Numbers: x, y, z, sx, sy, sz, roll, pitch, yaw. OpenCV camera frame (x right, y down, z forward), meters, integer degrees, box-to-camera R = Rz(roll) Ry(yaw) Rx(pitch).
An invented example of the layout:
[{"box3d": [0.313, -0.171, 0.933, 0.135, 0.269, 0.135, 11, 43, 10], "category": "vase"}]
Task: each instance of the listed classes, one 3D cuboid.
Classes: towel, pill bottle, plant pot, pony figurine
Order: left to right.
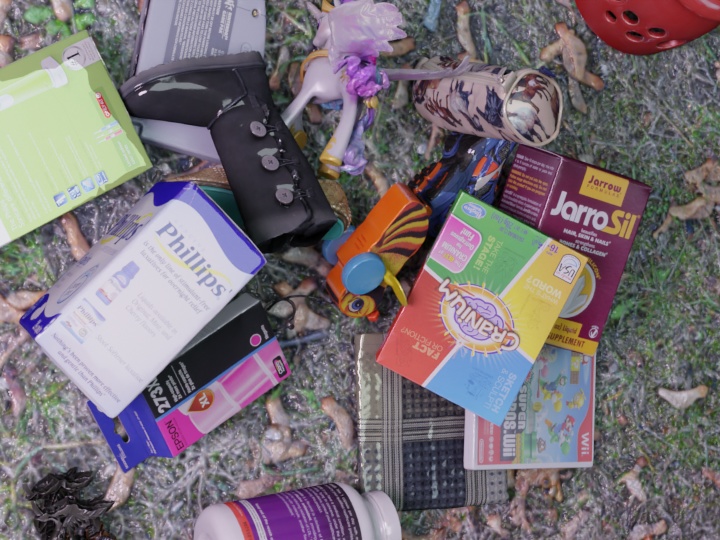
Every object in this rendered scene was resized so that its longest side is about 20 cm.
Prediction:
[{"box3d": [-0.062, 0.278, 1.456, 0.198, 0.112, 0.114, -6, 90, -27], "category": "pill bottle"}, {"box3d": [-0.009, -0.198, 1.474, 0.166, 0.192, 0.202, 34, 73, -50], "category": "pony figurine"}, {"box3d": [0.078, 0.161, 1.584, 0.191, 0.034, 0.203, 0, 90, -24], "category": "towel"}, {"box3d": [0.367, -0.362, 1.670, 0.198, 0.182, 0.203, 0, 89, -25], "category": "plant pot"}]

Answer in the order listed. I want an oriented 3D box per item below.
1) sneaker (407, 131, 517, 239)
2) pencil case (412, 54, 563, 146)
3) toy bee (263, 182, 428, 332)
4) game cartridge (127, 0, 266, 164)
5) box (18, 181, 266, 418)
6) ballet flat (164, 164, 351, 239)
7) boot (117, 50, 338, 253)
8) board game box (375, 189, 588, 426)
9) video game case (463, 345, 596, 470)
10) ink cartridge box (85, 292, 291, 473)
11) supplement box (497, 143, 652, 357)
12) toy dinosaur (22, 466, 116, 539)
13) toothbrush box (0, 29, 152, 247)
[{"box3d": [0.125, -0.110, 1.603, 0.200, 0.075, 0.079, -46, 123, -18], "category": "sneaker"}, {"box3d": [0.131, -0.187, 1.537, 0.078, 0.199, 0.090, -41, 119, -16], "category": "pencil case"}, {"box3d": [0.000, 0.000, 1.518, 0.109, 0.199, 0.132, 39, 32, -48], "category": "toy bee"}, {"box3d": [-0.166, -0.217, 1.471, 0.132, 0.041, 0.202, 15, 81, -30], "category": "game cartridge"}, {"box3d": [-0.207, 0.020, 1.339, 0.200, 0.184, 0.105, -45, 105, -11], "category": "box"}, {"box3d": [-0.107, -0.077, 1.473, 0.198, 0.071, 0.066, 11, 52, -9], "category": "ballet flat"}, {"box3d": [-0.130, -0.107, 1.397, 0.163, 0.066, 0.202, -17, 78, -27], "category": "boot"}, {"box3d": [0.126, 0.039, 1.509, 0.152, 0.040, 0.201, 27, 97, -1], "category": "board game box"}, {"box3d": [0.194, 0.151, 1.621, 0.199, 0.017, 0.145, 5, 85, -41], "category": "video game case"}, {"box3d": [-0.168, 0.115, 1.436, 0.199, 0.037, 0.095, -34, 121, -20], "category": "ink cartridge box"}, {"box3d": [0.218, -0.023, 1.591, 0.130, 0.103, 0.202, 14, 98, -25], "category": "supplement box"}, {"box3d": [-0.279, 0.272, 1.363, 0.199, 0.102, 0.137, -6, 108, -48], "category": "toy dinosaur"}, {"box3d": [-0.321, -0.116, 1.358, 0.199, 0.086, 0.147, -32, 102, -25], "category": "toothbrush box"}]
